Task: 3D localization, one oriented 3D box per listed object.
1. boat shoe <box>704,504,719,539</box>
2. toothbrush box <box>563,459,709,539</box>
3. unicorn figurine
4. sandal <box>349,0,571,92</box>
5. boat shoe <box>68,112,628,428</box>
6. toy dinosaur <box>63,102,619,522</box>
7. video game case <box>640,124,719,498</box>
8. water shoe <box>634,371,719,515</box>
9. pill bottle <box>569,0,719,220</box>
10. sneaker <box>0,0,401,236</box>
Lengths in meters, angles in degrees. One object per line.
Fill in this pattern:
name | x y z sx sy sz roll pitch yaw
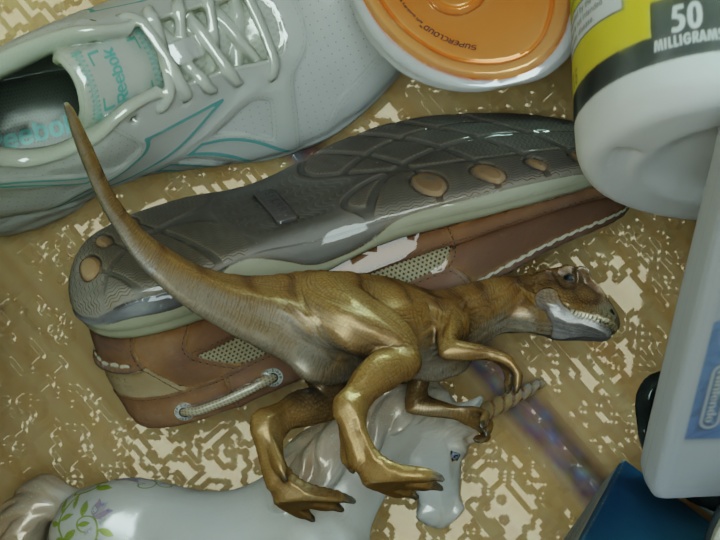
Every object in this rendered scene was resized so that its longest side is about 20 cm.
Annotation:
boat shoe | 0.194 0.100 0.894 0.199 0.062 0.075 10 108 -15
toothbrush box | 0.134 0.165 0.906 0.199 0.146 0.086 34 104 4
unicorn figurine | -0.036 0.104 0.961 0.198 0.074 0.138 2 90 0
sandal | 0.022 -0.159 0.955 0.079 0.059 0.208 -12 67 3
boat shoe | 0.000 0.000 0.976 0.199 0.076 0.072 -16 117 -7
toy dinosaur | -0.014 0.021 0.914 0.199 0.060 0.107 9 68 -25
video game case | 0.190 -0.011 0.867 0.181 0.022 0.201 -2 129 -12
water shoe | 0.177 0.005 0.937 0.200 0.079 0.072 -48 47 6
pill bottle | 0.120 -0.126 0.915 0.110 0.111 0.201 -2 69 2
sneaker | -0.065 -0.065 0.974 0.199 0.080 0.071 -23 83 -1
